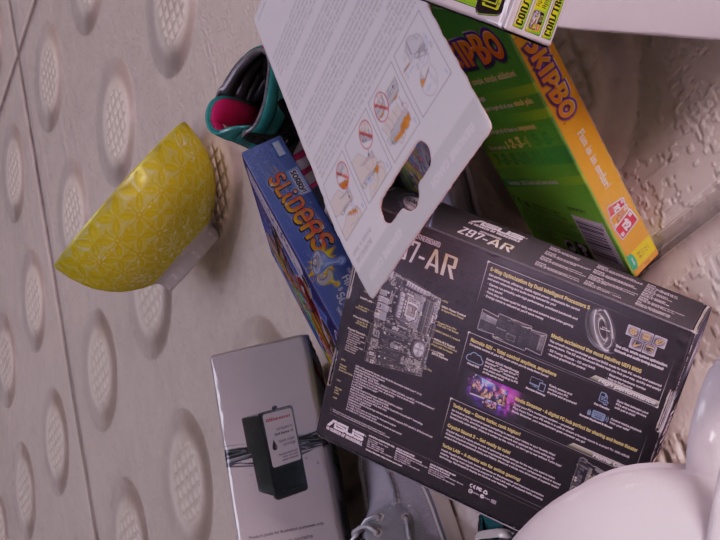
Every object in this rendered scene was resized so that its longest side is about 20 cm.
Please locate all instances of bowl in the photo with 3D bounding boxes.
[{"bbox_3d":[-0.210,-0.043,1.219,0.108,0.201,0.200,43,147,-8],"label":"bowl"}]

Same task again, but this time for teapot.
[{"bbox_3d":[0.149,0.164,0.581,0.199,0.198,0.147,-27,25,29],"label":"teapot"}]

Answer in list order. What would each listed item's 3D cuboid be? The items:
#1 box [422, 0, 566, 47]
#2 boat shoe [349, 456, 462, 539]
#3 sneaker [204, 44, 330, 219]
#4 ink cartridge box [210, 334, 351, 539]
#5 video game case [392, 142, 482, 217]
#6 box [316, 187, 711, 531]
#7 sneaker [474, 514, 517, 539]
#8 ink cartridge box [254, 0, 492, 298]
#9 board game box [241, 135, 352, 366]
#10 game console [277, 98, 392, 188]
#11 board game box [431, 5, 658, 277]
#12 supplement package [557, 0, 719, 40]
[{"bbox_3d":[0.021,-0.183,0.531,0.199,0.034,0.111,31,107,40],"label":"box"},{"bbox_3d":[0.031,0.205,0.865,0.070,0.071,0.202,-60,42,42],"label":"boat shoe"},{"bbox_3d":[-0.071,-0.102,0.978,0.084,0.119,0.203,40,126,52],"label":"sneaker"},{"bbox_3d":[-0.058,0.168,0.955,0.147,0.082,0.203,78,-179,-74],"label":"ink cartridge box"},{"bbox_3d":[0.021,-0.102,0.798,0.201,0.022,0.183,55,172,37],"label":"video game case"},{"bbox_3d":[0.081,0.061,0.687,0.198,0.043,0.162,22,116,19],"label":"box"},{"bbox_3d":[0.096,0.220,0.740,0.071,0.079,0.203,-29,67,57],"label":"sneaker"},{"bbox_3d":[0.012,-0.112,0.626,0.202,0.047,0.160,67,149,22],"label":"ink cartridge box"},{"bbox_3d":[-0.024,0.017,0.868,0.201,0.034,0.136,60,170,31],"label":"board game box"},{"bbox_3d":[0.000,0.000,0.859,0.201,0.115,0.178,58,138,45],"label":"game console"},{"bbox_3d":[0.092,-0.086,0.664,0.201,0.030,0.095,53,166,-30],"label":"board game box"},{"bbox_3d":[0.121,-0.225,0.598,0.200,0.150,0.152,49,133,48],"label":"supplement package"}]
